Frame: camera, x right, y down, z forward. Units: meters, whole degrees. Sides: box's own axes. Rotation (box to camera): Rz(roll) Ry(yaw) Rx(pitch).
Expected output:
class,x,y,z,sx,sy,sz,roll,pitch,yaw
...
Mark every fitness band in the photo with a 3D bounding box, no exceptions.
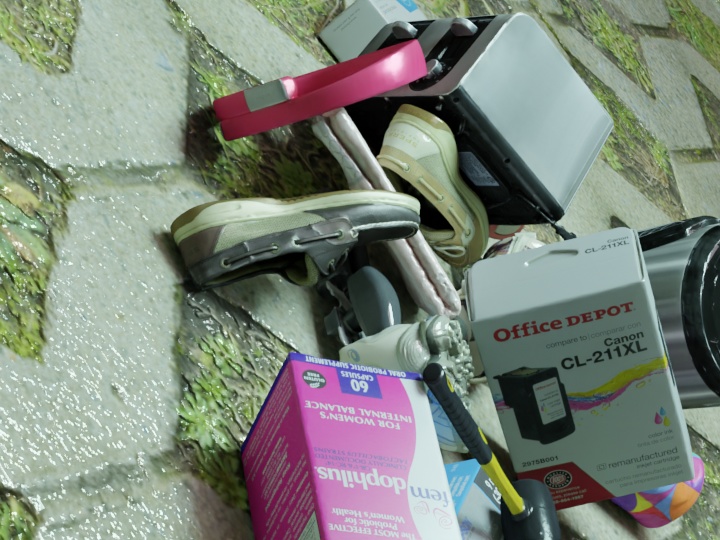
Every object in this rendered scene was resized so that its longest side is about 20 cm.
class,x,y,z,sx,sy,sz,roll,pitch,yaw
fitness band,-0.033,-0.144,1.731,0.143,0.199,0.038,-20,97,-34

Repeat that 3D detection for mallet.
class,x,y,z,sx,sy,sz,roll,pitch,yaw
mallet,0.090,0.140,1.489,0.200,0.041,0.066,54,18,-46

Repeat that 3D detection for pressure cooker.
class,x,y,z,sx,sy,sz,roll,pitch,yaw
pressure cooker,0.298,0.049,2.070,0.176,0.199,0.179,47,56,-27

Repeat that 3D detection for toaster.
class,x,y,z,sx,sy,sz,roll,pitch,yaw
toaster,0.101,-0.126,1.859,0.200,0.180,0.119,47,66,-29

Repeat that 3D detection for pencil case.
class,x,y,z,sx,sy,sz,roll,pitch,yaw
pencil case,0.218,0.144,1.906,0.200,0.088,0.089,43,24,-27
pencil case,0.125,0.027,1.896,0.077,0.090,0.200,13,19,12

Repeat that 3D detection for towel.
class,x,y,z,sx,sy,sz,roll,pitch,yaw
towel,0.018,-0.048,1.765,0.192,0.032,0.200,58,0,-5

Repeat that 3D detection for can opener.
class,x,y,z,sx,sy,sz,roll,pitch,yaw
can opener,0.000,0.000,1.721,0.053,0.067,0.201,36,27,-33

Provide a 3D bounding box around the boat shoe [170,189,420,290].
class,x,y,z,sx,sy,sz,roll,pitch,yaw
boat shoe,-0.044,-0.019,1.605,0.198,0.073,0.065,-6,74,-23

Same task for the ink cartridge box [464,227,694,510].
class,x,y,z,sx,sy,sz,roll,pitch,yaw
ink cartridge box,0.176,0.083,1.739,0.083,0.144,0.201,-88,162,-58

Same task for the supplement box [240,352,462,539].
class,x,y,z,sx,sy,sz,roll,pitch,yaw
supplement box,-0.005,0.163,1.387,0.100,0.104,0.201,10,41,-22

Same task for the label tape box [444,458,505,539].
class,x,y,z,sx,sy,sz,roll,pitch,yaw
label tape box,0.076,0.203,1.567,0.200,0.063,0.144,51,22,-4

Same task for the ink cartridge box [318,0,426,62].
class,x,y,z,sx,sy,sz,roll,pitch,yaw
ink cartridge box,0.058,-0.182,2.109,0.200,0.067,0.116,51,21,-2

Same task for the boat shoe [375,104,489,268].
class,x,y,z,sx,sy,sz,roll,pitch,yaw
boat shoe,0.057,-0.057,1.819,0.073,0.063,0.201,24,-24,25

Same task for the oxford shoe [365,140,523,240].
class,x,y,z,sx,sy,sz,roll,pitch,yaw
oxford shoe,0.058,-0.082,1.990,0.199,0.071,0.075,30,-9,-27

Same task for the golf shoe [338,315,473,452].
class,x,y,z,sx,sy,sz,roll,pitch,yaw
golf shoe,0.036,0.086,1.636,0.200,0.096,0.079,65,22,-65
